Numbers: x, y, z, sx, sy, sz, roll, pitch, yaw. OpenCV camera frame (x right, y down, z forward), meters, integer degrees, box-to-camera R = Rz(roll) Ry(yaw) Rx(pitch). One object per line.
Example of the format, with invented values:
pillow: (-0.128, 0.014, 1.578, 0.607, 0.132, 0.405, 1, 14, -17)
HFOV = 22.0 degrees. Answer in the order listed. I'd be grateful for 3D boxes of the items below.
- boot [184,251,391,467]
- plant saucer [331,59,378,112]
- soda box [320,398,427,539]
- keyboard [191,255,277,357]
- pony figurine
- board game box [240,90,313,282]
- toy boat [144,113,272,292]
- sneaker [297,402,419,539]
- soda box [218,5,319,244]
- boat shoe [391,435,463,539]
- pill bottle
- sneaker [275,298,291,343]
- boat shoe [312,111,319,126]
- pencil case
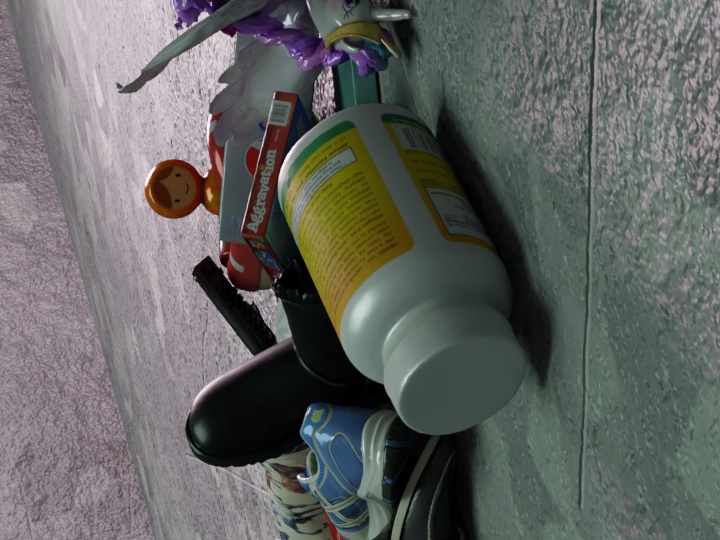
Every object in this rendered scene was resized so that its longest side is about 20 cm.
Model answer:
boot: (-0.038, 0.051, 1.306, 0.163, 0.196, 0.074, 86, 161, -56)
plant saucer: (-0.002, -0.110, 1.368, 0.070, 0.019, 0.202, -128, 27, -60)
soda box: (0.010, 0.151, 1.459, 0.201, 0.063, 0.070, 94, 159, -51)
keyboard: (-0.081, 0.069, 1.672, 0.201, 0.021, 0.127, 54, -175, -4)
pony figurine: (-0.070, -0.191, 1.265, 0.166, 0.192, 0.202, 11, -128, -61)
board game box: (-0.046, -0.042, 1.317, 0.200, 0.019, 0.104, 63, -141, -71)
toy boat: (-0.122, -0.071, 1.603, 0.201, 0.129, 0.132, 102, 167, -59)
sneaker: (-0.002, 0.149, 1.351, 0.201, 0.076, 0.076, 92, -162, -56)
soda box: (-0.068, -0.122, 1.393, 0.068, 0.063, 0.202, -103, 18, -78)
boat shoe: (0.058, 0.205, 1.368, 0.073, 0.062, 0.202, -53, -24, -52)
pill bottle: (0.028, 0.000, 1.153, 0.113, 0.112, 0.201, 92, 159, -46)
sneaker: (-0.042, 0.043, 1.537, 0.200, 0.075, 0.117, -139, 36, -71)
boat shoe: (-0.034, -0.053, 1.477, 0.075, 0.074, 0.204, -21, -87, -69)
pencil case: (-0.047, 0.188, 1.593, 0.201, 0.089, 0.078, 77, 173, -46)
